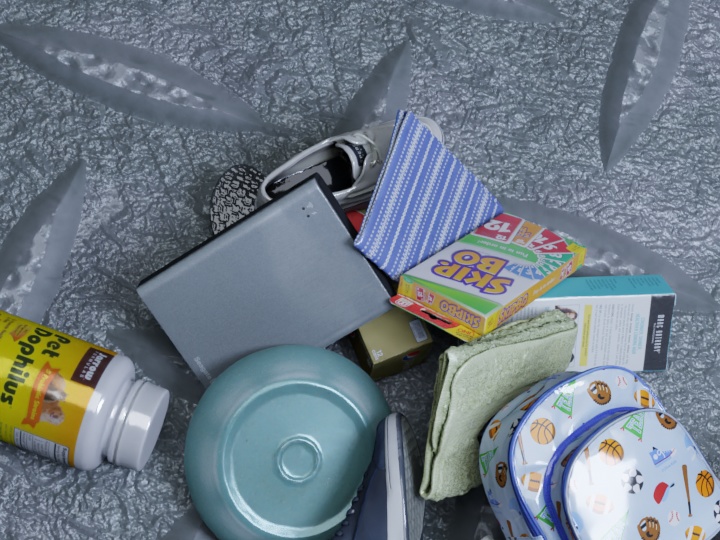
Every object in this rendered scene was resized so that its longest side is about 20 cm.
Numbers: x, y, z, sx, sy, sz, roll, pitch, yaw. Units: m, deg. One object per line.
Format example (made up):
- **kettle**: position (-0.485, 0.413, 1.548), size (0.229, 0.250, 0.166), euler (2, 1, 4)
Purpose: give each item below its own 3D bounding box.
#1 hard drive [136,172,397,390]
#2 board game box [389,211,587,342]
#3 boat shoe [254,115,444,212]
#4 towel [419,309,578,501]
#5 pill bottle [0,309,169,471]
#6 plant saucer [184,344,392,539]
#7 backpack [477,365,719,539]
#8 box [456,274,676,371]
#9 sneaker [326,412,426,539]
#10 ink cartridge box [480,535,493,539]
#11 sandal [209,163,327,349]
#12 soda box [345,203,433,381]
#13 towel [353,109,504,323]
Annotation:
- **hard drive**: position (-0.086, 0.020, 1.295), size (0.199, 0.033, 0.140), euler (-30, 105, 14)
- **board game box**: position (0.119, 0.003, 1.308), size (0.095, 0.030, 0.200), euler (26, 38, 28)
- **boat shoe**: position (-0.008, -0.099, 1.327), size (0.198, 0.066, 0.072), euler (-21, 72, -12)
- **towel**: position (0.123, 0.119, 1.253), size (0.036, 0.150, 0.199), euler (23, 23, 34)
- **pill bottle**: position (-0.278, 0.111, 1.278), size (0.198, 0.109, 0.110), euler (19, 69, 3)
- **plant saucer**: position (-0.058, 0.169, 1.274), size (0.198, 0.036, 0.202), euler (0, 92, -10)
- **backpack**: position (0.196, 0.179, 1.182), size (0.199, 0.154, 0.191), euler (-33, 87, -25)
- **box**: position (0.194, 0.052, 1.346), size (0.198, 0.049, 0.083), euler (-1, 114, -7)
- **sneaker**: position (-0.018, 0.224, 1.226), size (0.145, 0.077, 0.204), euler (-9, 60, 18)
- **ink cartridge box**: position (0.122, 0.358, 1.232), size (0.146, 0.083, 0.200), euler (-39, 77, -17)
- **sandal**: position (-0.092, -0.004, 1.375), size (0.075, 0.048, 0.202), euler (-23, 86, -14)
- **soda box**: position (0.000, 0.000, 1.364), size (0.064, 0.068, 0.201), euler (-19, 73, -11)
- **towel**: position (0.068, -0.040, 1.334), size (0.024, 0.200, 0.146), euler (4, 65, 38)
